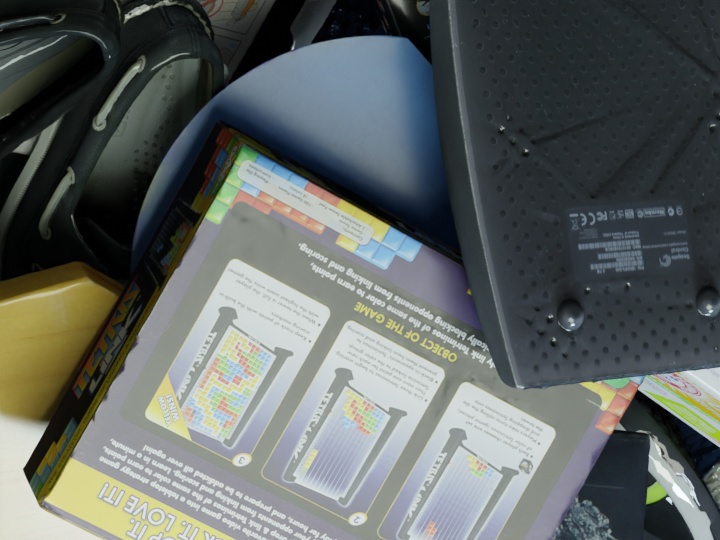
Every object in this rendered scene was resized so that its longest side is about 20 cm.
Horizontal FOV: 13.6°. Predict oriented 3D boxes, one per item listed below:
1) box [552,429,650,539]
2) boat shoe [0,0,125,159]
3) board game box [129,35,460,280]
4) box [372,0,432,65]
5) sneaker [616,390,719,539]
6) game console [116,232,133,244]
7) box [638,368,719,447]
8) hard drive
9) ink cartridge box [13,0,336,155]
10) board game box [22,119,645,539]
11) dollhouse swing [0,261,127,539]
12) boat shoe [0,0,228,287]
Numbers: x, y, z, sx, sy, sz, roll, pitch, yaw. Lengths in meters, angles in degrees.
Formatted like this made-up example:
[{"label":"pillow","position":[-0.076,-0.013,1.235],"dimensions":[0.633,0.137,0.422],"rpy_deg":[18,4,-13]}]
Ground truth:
[{"label":"box","position":[0.018,0.161,1.332],"dimensions":[0.196,0.117,0.201],"rpy_deg":[5,86,-3]},{"label":"boat shoe","position":[-0.180,-0.057,1.186],"dimensions":[0.199,0.066,0.075],"rpy_deg":[-25,132,-2]},{"label":"board game box","position":[0.000,0.000,1.261],"dimensions":[0.158,0.039,0.200],"rpy_deg":[-41,105,3]},{"label":"box","position":[0.096,-0.157,1.259],"dimensions":[0.199,0.046,0.159],"rpy_deg":[-24,112,-2]},{"label":"sneaker","position":[0.139,0.136,1.479],"dimensions":[0.083,0.072,0.200],"rpy_deg":[-26,126,4]},{"label":"game console","position":[-0.173,0.062,1.367],"dimensions":[0.199,0.031,0.177],"rpy_deg":[-20,126,-1]},{"label":"box","position":[0.190,0.028,1.378],"dimensions":[0.200,0.112,0.102],"rpy_deg":[34,82,-31]},{"label":"hard drive","position":[0.091,-0.055,1.195],"dimensions":[0.134,0.042,0.201],"rpy_deg":[-5,83,-27]},{"label":"ink cartridge box","position":[-0.107,-0.121,1.264],"dimensions":[0.200,0.050,0.161],"rpy_deg":[9,122,-43]},{"label":"board game box","position":[-0.009,0.060,1.212],"dimensions":[0.200,0.057,0.166],"rpy_deg":[29,95,-19]},{"label":"dollhouse swing","position":[-0.198,0.061,1.279],"dimensions":[0.175,0.182,0.201],"rpy_deg":[-25,127,-24]},{"label":"boat shoe","position":[-0.106,-0.026,1.266],"dimensions":[0.075,0.060,0.201],"rpy_deg":[-6,128,-27]}]
